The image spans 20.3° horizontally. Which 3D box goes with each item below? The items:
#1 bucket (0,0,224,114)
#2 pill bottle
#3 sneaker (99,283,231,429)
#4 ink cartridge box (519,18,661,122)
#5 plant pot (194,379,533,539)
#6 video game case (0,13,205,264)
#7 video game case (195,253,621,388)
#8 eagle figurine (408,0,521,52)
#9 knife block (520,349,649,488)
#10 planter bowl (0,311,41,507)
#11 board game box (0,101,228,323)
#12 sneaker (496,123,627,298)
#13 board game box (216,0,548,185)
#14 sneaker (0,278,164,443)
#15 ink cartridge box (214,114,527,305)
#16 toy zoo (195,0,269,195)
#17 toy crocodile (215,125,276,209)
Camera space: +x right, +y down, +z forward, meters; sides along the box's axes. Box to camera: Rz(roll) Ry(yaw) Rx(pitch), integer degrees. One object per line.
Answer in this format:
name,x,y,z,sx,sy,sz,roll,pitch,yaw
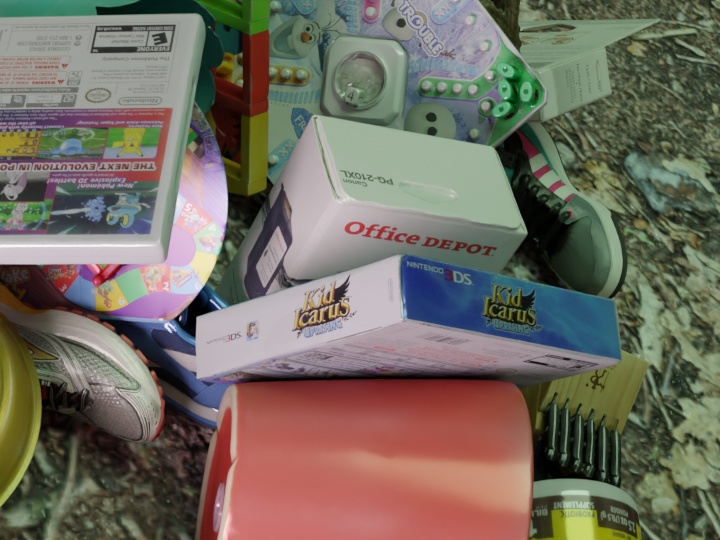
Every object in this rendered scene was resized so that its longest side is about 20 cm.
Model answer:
bucket,-0.209,-0.139,1.379,0.135,0.208,0.207,42,40,24
pill bottle,0.130,0.240,1.261,0.109,0.109,0.201,10,61,-24
sneaker,-0.143,0.030,1.327,0.199,0.083,0.074,21,39,8
ink cartridge box,0.119,-0.162,1.633,0.199,0.045,0.176,5,21,42
plant pot,-0.005,0.153,1.233,0.176,0.201,0.201,9,44,-10
video game case,-0.201,-0.080,1.205,0.198,0.023,0.183,0,53,8
video game case,0.030,0.043,1.249,0.199,0.181,0.046,12,68,-43
eagle figurine,0.048,-0.213,1.546,0.199,0.152,0.151,23,-13,40
knife block,0.134,0.130,1.444,0.064,0.177,0.200,25,-5,-10
planter bowl,-0.285,0.062,1.163,0.199,0.084,0.202,4,58,-6
board game box,-0.183,-0.042,1.253,0.198,0.159,0.039,5,15,13
sneaker,0.121,-0.056,1.591,0.120,0.084,0.200,4,40,-36
board game box,0.000,-0.136,1.434,0.200,0.200,0.026,54,15,14
sneaker,-0.218,0.065,1.271,0.199,0.078,0.082,23,47,1
ink cartridge box,0.000,0.000,1.368,0.144,0.200,0.085,8,45,-26
toy zoo,-0.117,-0.139,1.447,0.131,0.201,0.020,25,35,38
toy crocodile,-0.080,-0.084,1.504,0.200,0.068,0.062,42,41,10
